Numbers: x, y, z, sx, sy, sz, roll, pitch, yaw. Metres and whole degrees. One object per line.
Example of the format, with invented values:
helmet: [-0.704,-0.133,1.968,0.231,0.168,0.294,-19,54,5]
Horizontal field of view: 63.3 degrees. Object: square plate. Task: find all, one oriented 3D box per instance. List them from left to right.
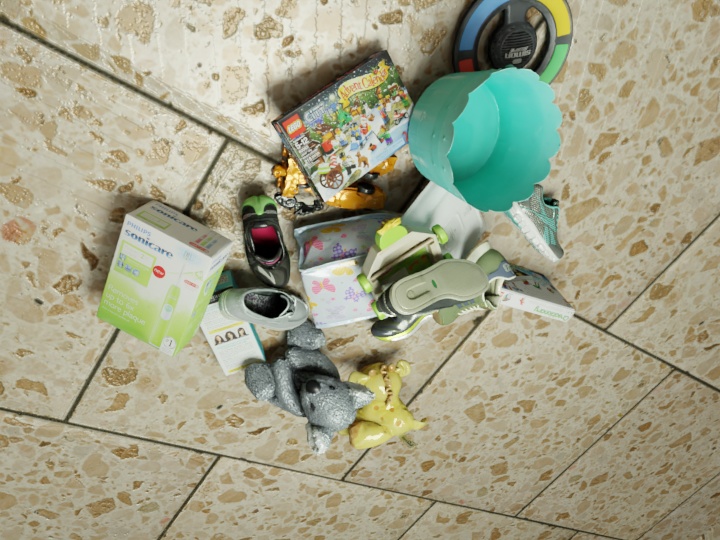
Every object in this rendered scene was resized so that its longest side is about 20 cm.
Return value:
square plate: [0.148,-0.069,1.006,0.198,0.028,0.200,-51,137,-20]

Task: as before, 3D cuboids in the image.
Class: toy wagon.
toy wagon: [0.067,-0.014,0.913,0.155,0.040,0.200,-33,133,-6]

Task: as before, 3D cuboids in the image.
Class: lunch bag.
lunch bag: [0.000,0.000,1.009,0.200,0.127,0.170,-12,138,-3]

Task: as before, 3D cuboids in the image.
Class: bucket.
bucket: [0.180,-0.199,0.870,0.207,0.135,0.207,-10,115,-23]

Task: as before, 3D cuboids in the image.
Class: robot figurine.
robot figurine: [-0.047,-0.155,0.946,0.200,0.058,0.145,3,123,-21]

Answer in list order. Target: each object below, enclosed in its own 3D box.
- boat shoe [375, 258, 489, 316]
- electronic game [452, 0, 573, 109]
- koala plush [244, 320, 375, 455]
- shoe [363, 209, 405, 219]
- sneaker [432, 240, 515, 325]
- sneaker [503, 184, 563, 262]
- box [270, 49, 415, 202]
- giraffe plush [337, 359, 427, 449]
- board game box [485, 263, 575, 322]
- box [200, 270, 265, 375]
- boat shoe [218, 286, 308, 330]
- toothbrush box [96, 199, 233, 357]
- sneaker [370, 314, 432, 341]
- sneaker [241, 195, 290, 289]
boat shoe: [0.115,0.029,0.915,0.200,0.072,0.068,-13,165,-31]
electronic game: [0.238,-0.349,0.910,0.200,0.042,0.200,-9,126,-12]
koala plush: [-0.078,0.231,1.096,0.177,0.200,0.184,-44,137,-18]
shoe: [0.085,-0.064,1.063,0.200,0.053,0.070,24,134,-26]
sneaker: [0.205,0.048,1.051,0.067,0.090,0.200,-20,146,-44]
sneaker: [0.349,-0.093,1.111,0.091,0.078,0.200,-43,127,9]
box: [-0.014,-0.215,0.872,0.200,0.038,0.137,-37,116,-12]
giraffe plush: [0.037,0.266,1.221,0.172,0.200,0.162,-23,108,-40]
board game box: [0.314,0.033,1.152,0.200,0.126,0.035,15,118,-26]
box: [-0.243,0.100,1.069,0.082,0.049,0.200,-18,128,-6]
boat shoe: [-0.150,0.067,1.022,0.071,0.070,0.201,-7,168,38]
toothbrush box: [-0.313,0.014,0.930,0.146,0.086,0.200,28,114,-1]
sneaker: [0.103,0.066,1.152,0.200,0.074,0.081,-31,121,-4]
sneaker: [-0.159,-0.031,0.971,0.077,0.084,0.200,-10,139,-1]
